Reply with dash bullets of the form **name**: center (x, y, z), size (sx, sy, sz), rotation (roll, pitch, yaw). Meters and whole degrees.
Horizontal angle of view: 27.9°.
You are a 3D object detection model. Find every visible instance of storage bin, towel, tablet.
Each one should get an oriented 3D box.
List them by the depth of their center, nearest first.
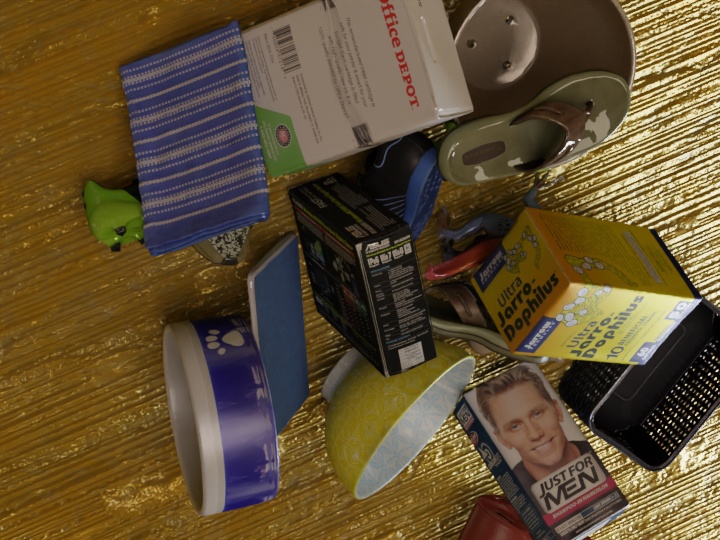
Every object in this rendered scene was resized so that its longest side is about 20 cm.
- **towel**: center (-0.161, -0.124, 1.386), size (0.145, 0.024, 0.201), rotation (-16, 77, 27)
- **tablet**: center (-0.087, 0.073, 1.535), size (0.014, 0.130, 0.200), rotation (4, 113, 19)
- **storage bin**: center (0.347, 0.115, 1.691), size (0.135, 0.094, 0.200), rotation (34, 99, -25)

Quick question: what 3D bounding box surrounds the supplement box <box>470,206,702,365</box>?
- **supplement box**: center (0.236, 0.020, 1.514), size (0.200, 0.110, 0.109), rotation (7, 132, -36)

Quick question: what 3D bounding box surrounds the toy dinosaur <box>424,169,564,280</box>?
- **toy dinosaur**: center (0.179, -0.021, 1.562), size (0.181, 0.200, 0.105), rotation (5, 130, 15)

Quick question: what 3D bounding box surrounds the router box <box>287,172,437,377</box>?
- **router box**: center (0.000, 0.000, 1.482), size (0.062, 0.200, 0.150), rotation (-21, 116, -16)

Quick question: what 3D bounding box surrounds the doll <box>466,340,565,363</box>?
- **doll**: center (0.215, 0.047, 1.648), size (0.200, 0.048, 0.137), rotation (-23, 121, -7)

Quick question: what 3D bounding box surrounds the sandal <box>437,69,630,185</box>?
- **sandal**: center (0.173, -0.128, 1.394), size (0.201, 0.057, 0.080), rotation (-24, 116, -7)

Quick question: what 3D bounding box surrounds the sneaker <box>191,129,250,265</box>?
- **sneaker**: center (-0.138, -0.105, 1.411), size (0.077, 0.089, 0.201), rotation (-2, 76, -24)

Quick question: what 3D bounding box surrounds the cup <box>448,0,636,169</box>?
- **cup**: center (0.159, -0.219, 1.474), size (0.200, 0.143, 0.201), rotation (-6, 113, -15)

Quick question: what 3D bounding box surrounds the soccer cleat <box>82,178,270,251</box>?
- **soccer cleat**: center (-0.185, -0.072, 1.473), size (0.200, 0.081, 0.068), rotation (-8, 149, -32)

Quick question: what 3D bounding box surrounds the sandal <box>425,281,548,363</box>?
- **sandal**: center (0.119, 0.043, 1.583), size (0.201, 0.080, 0.057), rotation (20, 107, -2)

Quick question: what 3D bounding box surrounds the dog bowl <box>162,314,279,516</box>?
- **dog bowl**: center (-0.146, 0.148, 1.496), size (0.079, 0.200, 0.201), rotation (-9, 113, -15)

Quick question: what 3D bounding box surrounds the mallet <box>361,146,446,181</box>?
- **mallet**: center (0.014, -0.138, 1.526), size (0.200, 0.041, 0.066), rotation (7, 111, -23)

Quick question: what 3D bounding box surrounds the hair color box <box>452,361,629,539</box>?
- **hair color box**: center (0.201, 0.210, 1.626), size (0.100, 0.200, 0.061), rotation (-27, 161, -20)

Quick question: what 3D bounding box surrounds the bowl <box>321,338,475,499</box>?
- **bowl**: center (0.022, 0.140, 1.583), size (0.108, 0.200, 0.200), rotation (39, 98, 18)

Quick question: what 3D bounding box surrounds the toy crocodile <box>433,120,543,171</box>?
- **toy crocodile**: center (0.155, -0.134, 1.545), size (0.199, 0.062, 0.068), rotation (-9, 100, -14)

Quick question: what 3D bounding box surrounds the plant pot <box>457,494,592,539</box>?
- **plant pot**: center (0.173, 0.382, 1.698), size (0.200, 0.201, 0.196), rotation (17, 97, -22)

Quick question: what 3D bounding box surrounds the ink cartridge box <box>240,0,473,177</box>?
- **ink cartridge box**: center (-0.009, -0.189, 1.389), size (0.200, 0.084, 0.146), rotation (-16, 91, 31)

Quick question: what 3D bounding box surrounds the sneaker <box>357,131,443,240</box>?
- **sneaker**: center (0.033, -0.078, 1.515), size (0.070, 0.078, 0.200), rotation (-44, 164, -37)
